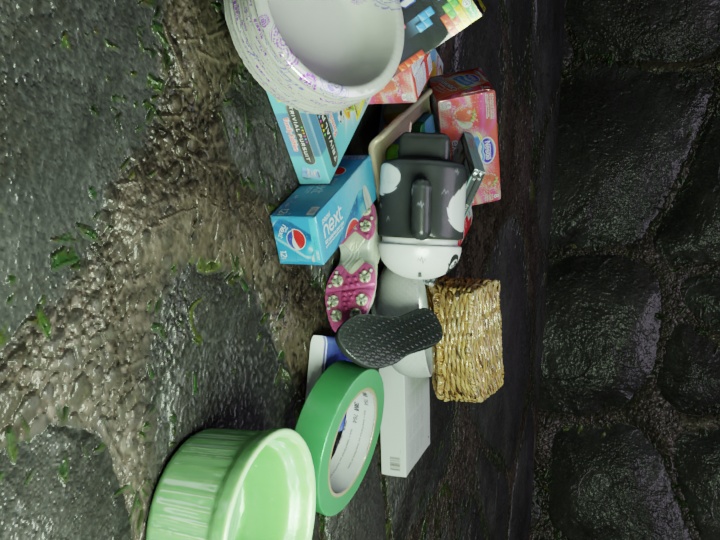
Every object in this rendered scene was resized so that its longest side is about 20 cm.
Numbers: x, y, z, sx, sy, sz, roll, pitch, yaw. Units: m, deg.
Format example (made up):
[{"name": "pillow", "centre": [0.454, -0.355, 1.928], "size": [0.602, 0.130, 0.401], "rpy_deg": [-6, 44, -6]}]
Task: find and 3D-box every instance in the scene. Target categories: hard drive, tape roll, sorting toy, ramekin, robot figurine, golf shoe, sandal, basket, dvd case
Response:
[{"name": "hard drive", "centre": [-0.026, 0.166, 1.155], "size": [0.200, 0.025, 0.134], "rpy_deg": [19, 75, -68]}, {"name": "tape roll", "centre": [-0.029, 0.224, 1.060], "size": [0.200, 0.048, 0.202], "rpy_deg": [-45, 142, -51]}, {"name": "sorting toy", "centre": [0.079, -0.154, 1.218], "size": [0.185, 0.036, 0.202], "rpy_deg": [-48, 142, -42]}, {"name": "ramekin", "centre": [-0.130, 0.258, 0.807], "size": [0.200, 0.097, 0.202], "rpy_deg": [3, 90, -68]}, {"name": "robot figurine", "centre": [0.088, -0.089, 1.100], "size": [0.149, 0.124, 0.202], "rpy_deg": [0, 94, -45]}, {"name": "golf shoe", "centre": [0.000, 0.000, 1.141], "size": [0.092, 0.075, 0.202], "rpy_deg": [41, 56, -67]}, {"name": "sandal", "centre": [0.037, 0.099, 1.097], "size": [0.199, 0.048, 0.076], "rpy_deg": [-4, 68, -45]}, {"name": "basket", "centre": [0.152, 0.118, 1.351], "size": [0.142, 0.148, 0.202], "rpy_deg": [-20, 109, -55]}, {"name": "dvd case", "centre": [0.136, -0.095, 1.213], "size": [0.146, 0.022, 0.201], "rpy_deg": [-90, -160, -59]}]

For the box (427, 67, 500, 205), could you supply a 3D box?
[{"name": "box", "centre": [0.171, -0.215, 1.294], "size": [0.100, 0.094, 0.202], "rpy_deg": [-100, 179, -55]}]

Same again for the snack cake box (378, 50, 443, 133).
[{"name": "snack cake box", "centre": [0.086, -0.279, 1.328], "size": [0.115, 0.067, 0.202], "rpy_deg": [27, 68, -65]}]

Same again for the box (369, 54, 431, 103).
[{"name": "box", "centre": [0.033, -0.351, 1.126], "size": [0.100, 0.094, 0.201], "rpy_deg": [-65, 149, -44]}]

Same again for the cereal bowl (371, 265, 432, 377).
[{"name": "cereal bowl", "centre": [0.065, 0.074, 1.264], "size": [0.200, 0.082, 0.203], "rpy_deg": [-6, 90, -83]}]

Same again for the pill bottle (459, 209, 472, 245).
[{"name": "pill bottle", "centre": [0.139, -0.085, 1.424], "size": [0.200, 0.111, 0.113], "rpy_deg": [-55, 142, -53]}]

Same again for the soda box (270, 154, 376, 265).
[{"name": "soda box", "centre": [-0.043, -0.084, 1.032], "size": [0.200, 0.064, 0.068], "rpy_deg": [-54, 141, -53]}]

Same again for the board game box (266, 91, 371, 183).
[{"name": "board game box", "centre": [-0.047, -0.235, 1.024], "size": [0.152, 0.046, 0.201], "rpy_deg": [71, 30, -43]}]

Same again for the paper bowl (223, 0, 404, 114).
[{"name": "paper bowl", "centre": [-0.056, -0.271, 0.860], "size": [0.199, 0.104, 0.203], "rpy_deg": [9, 76, -39]}]

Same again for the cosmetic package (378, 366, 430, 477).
[{"name": "cosmetic package", "centre": [0.081, 0.240, 1.398], "size": [0.151, 0.051, 0.202], "rpy_deg": [-24, 114, -65]}]

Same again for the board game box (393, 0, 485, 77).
[{"name": "board game box", "centre": [0.027, -0.345, 0.938], "size": [0.201, 0.165, 0.057], "rpy_deg": [53, 25, -14]}]
